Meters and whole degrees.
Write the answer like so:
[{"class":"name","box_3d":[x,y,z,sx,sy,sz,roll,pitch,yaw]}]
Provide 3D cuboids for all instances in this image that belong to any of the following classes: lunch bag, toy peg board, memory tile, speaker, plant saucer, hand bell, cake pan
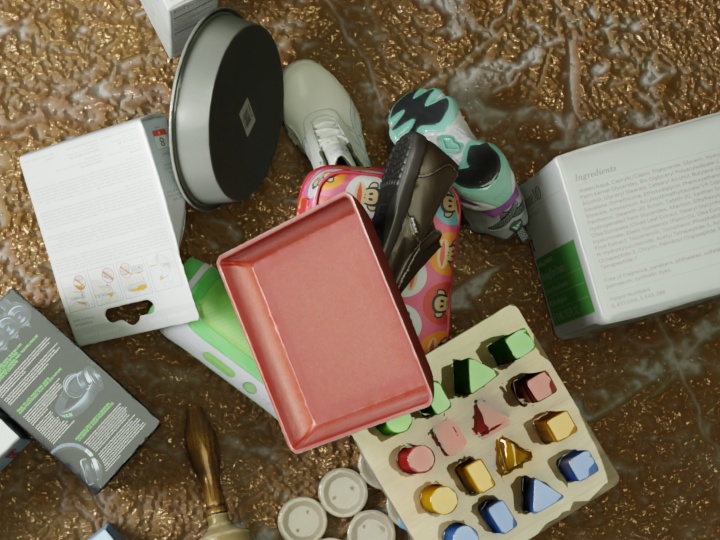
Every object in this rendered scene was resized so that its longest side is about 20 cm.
[{"class":"lunch bag","box_3d":[0.000,0.000,1.679,0.176,0.082,0.200,5,95,-19]},{"class":"toy peg board","box_3d":[0.115,0.161,1.618,0.200,0.098,0.199,-31,88,-8]},{"class":"memory tile","box_3d":[0.030,0.251,1.768,0.200,0.017,0.153,-35,89,-10]},{"class":"speaker","box_3d":[-0.110,0.075,1.736,0.200,0.088,0.088,37,81,-2]},{"class":"plant saucer","box_3d":[-0.026,0.048,1.583,0.037,0.200,0.200,-19,86,-46]},{"class":"hand bell","box_3d":[-0.144,0.230,1.727,0.104,0.104,0.200,-13,74,-8]},{"class":"cake pan","box_3d":[-0.125,-0.154,1.702,0.037,0.200,0.200,9,82,20]}]

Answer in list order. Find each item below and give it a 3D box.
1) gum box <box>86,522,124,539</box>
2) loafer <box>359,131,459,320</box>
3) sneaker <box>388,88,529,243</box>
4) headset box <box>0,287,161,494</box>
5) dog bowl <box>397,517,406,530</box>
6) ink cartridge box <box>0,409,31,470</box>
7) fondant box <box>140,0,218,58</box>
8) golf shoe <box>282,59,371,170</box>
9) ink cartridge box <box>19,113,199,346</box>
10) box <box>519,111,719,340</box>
[{"class":"gum box","box_3d":[-0.200,0.317,1.641,0.045,0.200,0.170,-38,89,-9]},{"class":"loafer","box_3d":[0.043,-0.024,1.611,0.071,0.073,0.200,18,94,-17]},{"class":"sneaker","box_3d":[0.106,-0.092,1.779,0.078,0.200,0.140,-35,134,0]},{"class":"headset box","box_3d":[-0.292,0.112,1.665,0.200,0.174,0.093,42,81,-2]},{"class":"dog bowl","box_3d":[0.081,0.169,1.723,0.050,0.111,0.200,13,83,9]},{"class":"ink cartridge box","box_3d":[-0.433,0.180,1.656,0.145,0.145,0.200,45,80,0]},{"class":"fondant box","box_3d":[-0.194,-0.302,1.708,0.058,0.200,0.144,-27,87,-9]},{"class":"golf shoe","box_3d":[-0.023,-0.126,1.762,0.078,0.097,0.200,-23,86,-7]},{"class":"ink cartridge box","box_3d":[-0.235,-0.039,1.714,0.162,0.050,0.200,-13,98,31]},{"class":"box","box_3d":[0.283,-0.042,1.735,0.200,0.199,0.172,-14,85,-8]}]
